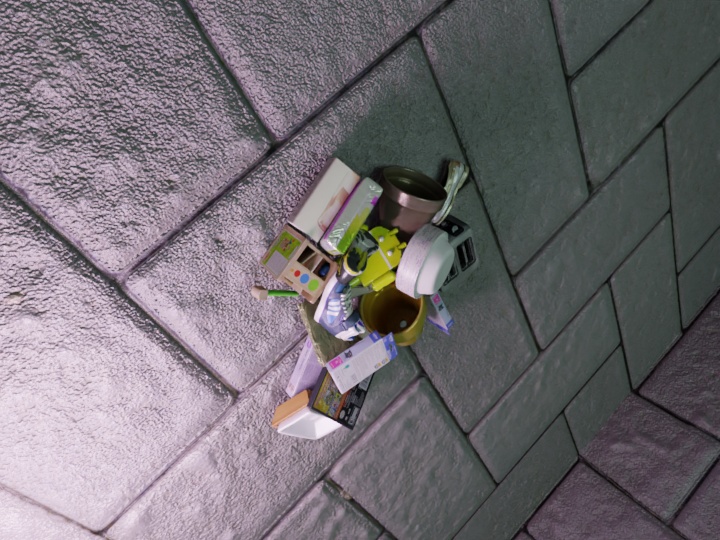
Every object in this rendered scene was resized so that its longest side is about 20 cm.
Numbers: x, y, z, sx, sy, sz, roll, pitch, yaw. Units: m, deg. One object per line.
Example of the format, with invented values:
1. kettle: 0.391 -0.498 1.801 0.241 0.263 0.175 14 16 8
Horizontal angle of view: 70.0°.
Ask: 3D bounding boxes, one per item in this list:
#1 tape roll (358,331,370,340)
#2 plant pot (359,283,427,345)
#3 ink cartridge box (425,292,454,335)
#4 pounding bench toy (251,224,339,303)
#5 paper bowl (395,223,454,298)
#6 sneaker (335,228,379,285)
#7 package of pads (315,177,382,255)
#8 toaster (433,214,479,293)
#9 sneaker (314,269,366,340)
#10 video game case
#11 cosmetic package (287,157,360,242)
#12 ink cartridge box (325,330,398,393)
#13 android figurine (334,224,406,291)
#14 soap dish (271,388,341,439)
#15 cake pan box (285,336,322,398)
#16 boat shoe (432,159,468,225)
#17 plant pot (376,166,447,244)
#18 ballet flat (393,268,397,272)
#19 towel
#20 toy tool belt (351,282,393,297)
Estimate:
1. tape roll: -0.029 0.250 1.559 0.200 0.037 0.208 -1 92 -41
2. plant pot: 0.115 0.139 1.582 0.201 0.200 0.189 -47 150 -8
3. ink cartridge box: 0.239 0.121 1.702 0.042 0.119 0.201 -41 127 -14
4. pounding bench toy: -0.177 0.018 1.359 0.156 0.124 0.201 39 86 -40
5. paper bowl: 0.187 -0.018 1.421 0.201 0.103 0.203 -49 155 -32
6. sneaker: -0.016 -0.037 1.320 0.074 0.201 0.085 43 124 -6
7. package of pads: -0.034 -0.136 1.342 0.068 0.154 0.202 35 80 -13
8. toaster: 0.271 -0.045 1.654 0.179 0.118 0.202 -34 126 -18
9. sneaker: -0.033 0.100 1.382 0.081 0.145 0.202 -47 167 -54
10. video game case: -0.050 0.335 1.500 0.180 0.025 0.203 38 66 -34
11. cosmetic package: -0.096 -0.183 1.332 0.087 0.103 0.202 35 90 -19
12. ink cartridge box: 0.008 0.247 1.427 0.198 0.042 0.120 -31 138 -9
13. android figurine: 0.032 -0.040 1.411 0.198 0.184 0.041 -30 169 0
14. soap dish: -0.147 0.433 1.544 0.156 0.082 0.199 -34 141 22
15. cake pan box: -0.113 0.303 1.579 0.182 0.052 0.203 15 101 -41
16. boat shoe: 0.259 -0.244 1.596 0.067 0.075 0.203 22 99 -19
17. plant pot: 0.127 -0.174 1.469 0.197 0.201 0.176 -3 129 -34
18. ballet flat: 0.130 0.014 1.618 0.201 0.068 0.064 54 47 -40
19. towel: -0.086 0.163 1.466 0.146 0.203 0.037 -14 158 -27
20. toy tool belt: 0.000 0.000 1.474 0.196 0.125 0.125 -16 114 -6
